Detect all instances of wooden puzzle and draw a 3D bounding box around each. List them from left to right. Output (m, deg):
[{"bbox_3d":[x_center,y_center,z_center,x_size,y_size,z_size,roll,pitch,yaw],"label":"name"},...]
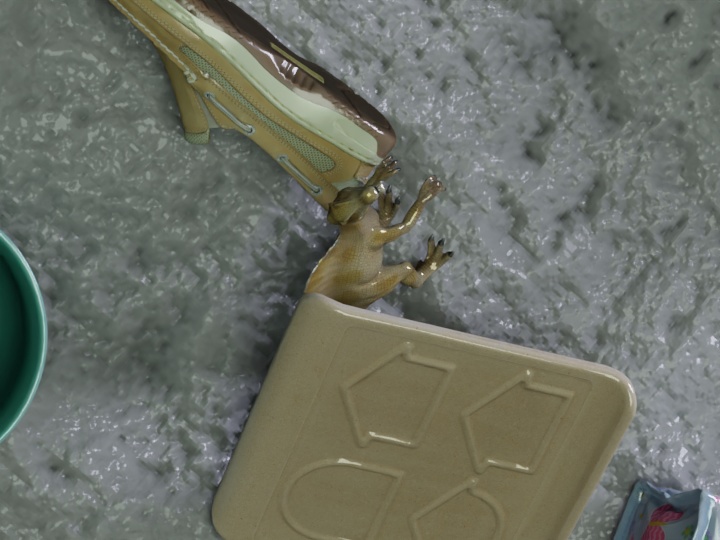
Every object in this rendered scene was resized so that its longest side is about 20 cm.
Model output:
[{"bbox_3d":[0.034,0.100,1.559,0.199,0.046,0.186,16,125,-11],"label":"wooden puzzle"}]

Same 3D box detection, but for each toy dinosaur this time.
[{"bbox_3d":[0.000,0.000,1.557,0.058,0.200,0.101,33,54,25],"label":"toy dinosaur"}]

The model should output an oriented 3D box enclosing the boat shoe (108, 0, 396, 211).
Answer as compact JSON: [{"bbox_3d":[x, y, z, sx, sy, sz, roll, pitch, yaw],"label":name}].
[{"bbox_3d":[-0.078,-0.104,1.534,0.200,0.072,0.076,36,104,-10],"label":"boat shoe"}]

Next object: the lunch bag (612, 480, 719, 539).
[{"bbox_3d":[0.214,0.245,1.611,0.169,0.127,0.201,22,81,-17],"label":"lunch bag"}]

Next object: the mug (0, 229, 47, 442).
[{"bbox_3d":[-0.243,0.017,1.479,0.152,0.114,0.185,31,87,-14],"label":"mug"}]
